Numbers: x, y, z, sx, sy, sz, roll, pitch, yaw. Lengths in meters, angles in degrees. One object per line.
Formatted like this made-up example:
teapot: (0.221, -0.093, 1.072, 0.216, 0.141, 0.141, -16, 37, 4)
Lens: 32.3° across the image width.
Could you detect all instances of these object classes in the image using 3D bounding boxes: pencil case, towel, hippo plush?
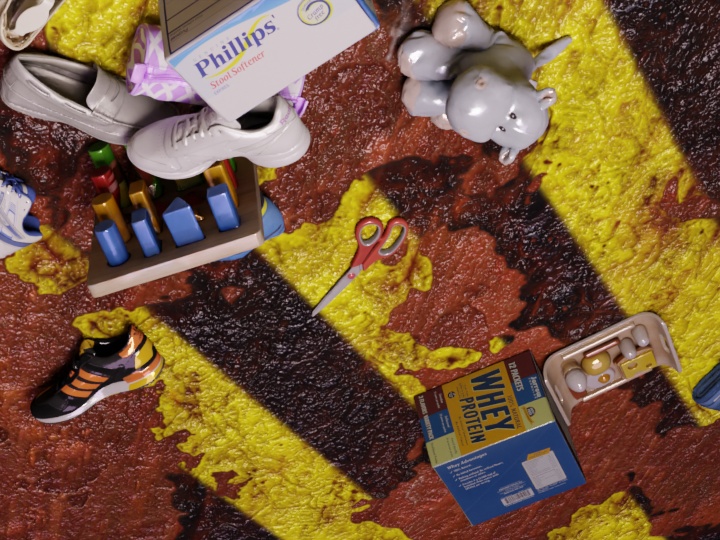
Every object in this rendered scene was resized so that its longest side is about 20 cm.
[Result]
pencil case: (-0.155, -0.209, 1.354, 0.199, 0.086, 0.084, 8, 127, -21)
towel: (0.648, 0.197, 2.036, 0.199, 0.049, 0.112, 10, 133, -25)
hippo plush: (0.140, -0.187, 1.403, 0.199, 0.161, 0.160, 14, 130, -28)

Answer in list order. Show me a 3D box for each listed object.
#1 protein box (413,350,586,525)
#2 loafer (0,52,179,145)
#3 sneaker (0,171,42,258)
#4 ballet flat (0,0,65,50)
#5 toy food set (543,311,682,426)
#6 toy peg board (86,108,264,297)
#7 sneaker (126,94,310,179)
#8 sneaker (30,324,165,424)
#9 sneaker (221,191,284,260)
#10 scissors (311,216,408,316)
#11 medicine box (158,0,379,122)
protein box: (0.216, 0.262, 1.920, 0.197, 0.136, 0.200, -23, 137, 9)
loafer: (-0.288, -0.187, 1.349, 0.199, 0.070, 0.070, 10, 149, -24)
sneaker: (-0.422, -0.096, 1.423, 0.088, 0.076, 0.201, -19, 146, -12)
ballet flat: (-0.301, -0.295, 1.237, 0.069, 0.070, 0.200, 28, 123, -37)
toy food set: (0.387, 0.157, 1.907, 0.199, 0.061, 0.144, -26, 137, 8)
toy peg board: (-0.221, -0.089, 1.396, 0.199, 0.200, 0.098, -18, 122, 3)
sneaker: (-0.157, -0.153, 1.317, 0.198, 0.075, 0.100, -7, 153, 10)
sneaker: (-0.369, 0.133, 1.682, 0.199, 0.070, 0.090, -22, 122, 8)
sneaker: (-0.188, -0.029, 1.552, 0.199, 0.066, 0.079, -24, 141, 10)
scissors: (0.000, 0.000, 1.672, 0.073, 0.014, 0.201, 7, 132, -25)
medicine box: (-0.097, -0.277, 1.212, 0.181, 0.201, 0.103, -30, 136, 16)
